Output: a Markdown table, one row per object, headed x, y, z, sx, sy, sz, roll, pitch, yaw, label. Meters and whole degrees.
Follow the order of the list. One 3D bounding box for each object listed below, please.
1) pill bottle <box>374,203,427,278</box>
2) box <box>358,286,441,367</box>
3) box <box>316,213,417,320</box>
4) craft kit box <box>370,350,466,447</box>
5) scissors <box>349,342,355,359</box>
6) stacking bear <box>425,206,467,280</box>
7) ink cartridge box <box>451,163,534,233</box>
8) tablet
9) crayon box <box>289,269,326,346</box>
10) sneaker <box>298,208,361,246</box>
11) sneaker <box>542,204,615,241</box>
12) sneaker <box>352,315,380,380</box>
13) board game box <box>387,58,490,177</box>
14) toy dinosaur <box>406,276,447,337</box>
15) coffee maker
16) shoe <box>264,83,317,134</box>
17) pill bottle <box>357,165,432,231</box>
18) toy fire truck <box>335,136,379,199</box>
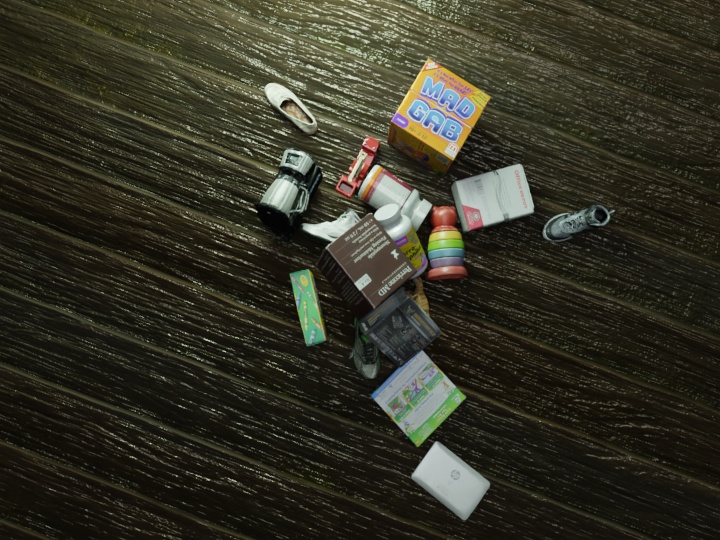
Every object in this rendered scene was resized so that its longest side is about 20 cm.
| x | y | z | sx | sy | sz | roll | pitch | yaw | label |
| --- | --- | --- | --- | --- | --- | --- | --- | --- | --- |
| 0.108 | -0.080 | 1.593 | 0.103 | 0.104 | 0.202 | -29 | 120 | -2 | pill bottle |
| 0.110 | 0.158 | 1.567 | 0.158 | 0.048 | 0.200 | -41 | 131 | 5 | box |
| 0.012 | -0.007 | 1.528 | 0.165 | 0.164 | 0.201 | -38 | 86 | -21 | box |
| 0.164 | 0.357 | 1.641 | 0.200 | 0.049 | 0.198 | -43 | 85 | -3 | craft kit box |
| 0.009 | 0.159 | 1.668 | 0.073 | 0.014 | 0.201 | 40 | 89 | -5 | scissors |
| 0.242 | -0.082 | 1.642 | 0.119 | 0.114 | 0.204 | -3 | 82 | -1 | stacking bear |
| 0.379 | -0.205 | 1.658 | 0.196 | 0.083 | 0.148 | -15 | 86 | -2 | ink cartridge box |
| 0.257 | 0.598 | 1.640 | 0.199 | 0.014 | 0.131 | 38 | 87 | 2 | tablet |
| -0.144 | 0.105 | 1.618 | 0.057 | 0.119 | 0.204 | -14 | 86 | -1 | crayon box |
| -0.074 | -0.128 | 1.666 | 0.197 | 0.076 | 0.117 | 16 | 77 | -7 | sneaker |
| 0.623 | -0.140 | 1.640 | 0.197 | 0.114 | 0.077 | -18 | 86 | -1 | sneaker |
| 0.014 | 0.211 | 1.622 | 0.077 | 0.085 | 0.204 | -9 | 94 | -5 | sneaker |
| 0.211 | -0.418 | 1.613 | 0.198 | 0.200 | 0.202 | 31 | 87 | 1 | board game box |
| 0.174 | 0.112 | 1.648 | 0.104 | 0.060 | 0.203 | -18 | 87 | -3 | toy dinosaur |
| -0.202 | -0.215 | 1.629 | 0.133 | 0.192 | 0.202 | 27 | 69 | -5 | coffee maker |
| -0.203 | -0.483 | 1.689 | 0.199 | 0.053 | 0.070 | 42 | 87 | 2 | shoe |
| 0.100 | -0.203 | 1.644 | 0.198 | 0.110 | 0.111 | 33 | 87 | 2 | pill bottle |
| -0.004 | -0.295 | 1.633 | 0.048 | 0.141 | 0.202 | 27 | 87 | 1 | toy fire truck |
